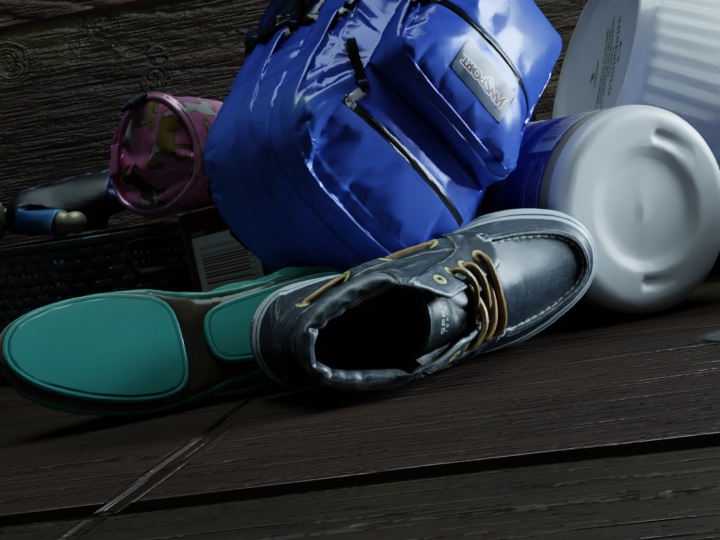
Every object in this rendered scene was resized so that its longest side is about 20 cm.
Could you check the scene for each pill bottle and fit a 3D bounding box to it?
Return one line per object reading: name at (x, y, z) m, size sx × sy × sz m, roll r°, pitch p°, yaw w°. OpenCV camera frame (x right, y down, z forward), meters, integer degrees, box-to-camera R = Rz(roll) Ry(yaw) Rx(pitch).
pill bottle at (0.122, -0.034, 0.933) m, size 0.119 × 0.121 × 0.200 m, roll -10°, pitch 4°, yaw -24°

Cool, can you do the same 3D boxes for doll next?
doll at (-0.202, -0.054, 1.114) m, size 0.198 × 0.049 × 0.136 m, roll -16°, pitch 14°, yaw -9°

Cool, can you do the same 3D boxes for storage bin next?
storage bin at (-0.180, 0.020, 1.042) m, size 0.134 × 0.095 × 0.199 m, roll -12°, pitch 5°, yaw -41°

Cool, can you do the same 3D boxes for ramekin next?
ramekin at (0.209, -0.133, 1.077) m, size 0.093 × 0.204 × 0.202 m, roll 14°, pitch 0°, yaw -10°

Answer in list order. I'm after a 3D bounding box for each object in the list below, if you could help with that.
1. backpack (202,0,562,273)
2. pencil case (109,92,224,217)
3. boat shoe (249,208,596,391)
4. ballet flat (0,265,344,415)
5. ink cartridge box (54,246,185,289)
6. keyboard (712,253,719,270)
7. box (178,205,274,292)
backpack at (0.010, -0.091, 0.853) m, size 0.167 × 0.162 × 0.201 m, roll -24°, pitch 30°, yaw 50°
pencil case at (-0.082, -0.081, 1.027) m, size 0.083 × 0.087 × 0.199 m, roll -49°, pitch -22°, yaw 28°
boat shoe at (0.048, 0.019, 0.755) m, size 0.199 × 0.072 × 0.091 m, roll -18°, pitch 8°, yaw -19°
ballet flat at (-0.093, 0.044, 0.798) m, size 0.198 × 0.068 × 0.070 m, roll -9°, pitch -19°, yaw -15°
ink cartridge box at (-0.151, 0.005, 1.258) m, size 0.145 × 0.087 × 0.200 m, roll -8°, pitch 5°, yaw 13°
keyboard at (0.154, -0.058, 1.033) m, size 0.198 × 0.021 × 0.127 m, roll 13°, pitch -29°, yaw 31°
box at (-0.022, -0.006, 0.983) m, size 0.074 × 0.101 × 0.199 m, roll -11°, pitch 3°, yaw 33°
